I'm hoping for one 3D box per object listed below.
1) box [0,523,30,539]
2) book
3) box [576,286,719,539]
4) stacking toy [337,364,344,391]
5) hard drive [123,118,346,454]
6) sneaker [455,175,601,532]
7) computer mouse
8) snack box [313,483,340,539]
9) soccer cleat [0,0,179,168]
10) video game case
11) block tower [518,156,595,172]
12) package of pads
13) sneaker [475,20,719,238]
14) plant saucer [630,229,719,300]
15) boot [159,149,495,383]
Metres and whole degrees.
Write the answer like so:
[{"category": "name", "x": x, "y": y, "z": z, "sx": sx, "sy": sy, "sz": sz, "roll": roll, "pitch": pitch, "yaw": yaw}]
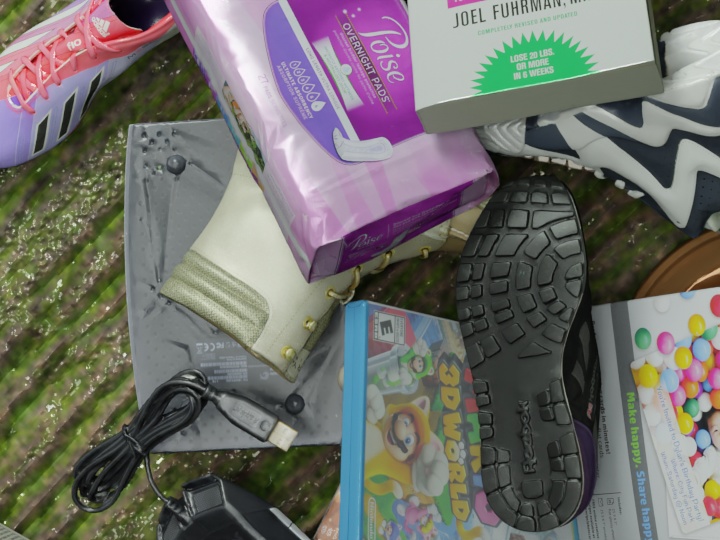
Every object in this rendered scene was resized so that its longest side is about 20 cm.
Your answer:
[{"category": "box", "x": -0.243, "y": 0.211, "z": 1.747, "sx": 0.200, "sy": 0.128, "sz": 0.109, "roll": 29, "pitch": 95, "yaw": 6}, {"category": "book", "x": 0.091, "y": -0.175, "z": 1.619, "sx": 0.133, "sy": 0.048, "sz": 0.200, "roll": -10, "pitch": 57, "yaw": 9}, {"category": "box", "x": 0.203, "y": 0.088, "z": 1.655, "sx": 0.200, "sy": 0.041, "sz": 0.156, "roll": -9, "pitch": 88, "yaw": 44}, {"category": "stacking toy", "x": 0.048, "y": 0.143, "z": 1.707, "sx": 0.085, "sy": 0.085, "sz": 0.200, "roll": -14, "pitch": 85, "yaw": 8}, {"category": "hard drive", "x": -0.073, "y": 0.008, "z": 1.761, "sx": 0.135, "sy": 0.042, "sz": 0.200, "roll": -3, "pitch": 90, "yaw": 7}, {"category": "sneaker", "x": 0.102, "y": 0.046, "z": 1.661, "sx": 0.076, "sy": 0.088, "sz": 0.200, "roll": 0, "pitch": 90, "yaw": 19}, {"category": "computer mouse", "x": -0.063, "y": 0.141, "z": 1.739, "sx": 0.200, "sy": 0.046, "sz": 0.140, "roll": 39, "pitch": 123, "yaw": -2}, {"category": "snack box", "x": 0.076, "y": 0.175, "z": 1.754, "sx": 0.200, "sy": 0.024, "sz": 0.072, "roll": 26, "pitch": 92, "yaw": 7}, {"category": "soccer cleat", "x": -0.166, "y": -0.135, "z": 1.753, "sx": 0.200, "sy": 0.076, "sz": 0.067, "roll": -37, "pitch": 87, "yaw": 7}, {"category": "video game case", "x": 0.065, "y": 0.103, "z": 1.668, "sx": 0.018, "sy": 0.200, "sz": 0.143, "roll": -11, "pitch": 73, "yaw": 43}, {"category": "block tower", "x": 0.090, "y": -0.095, "z": 1.730, "sx": 0.200, "sy": 0.058, "sz": 0.054, "roll": 12, "pitch": 93, "yaw": 8}, {"category": "package of pads", "x": -0.018, "y": -0.105, "z": 1.643, "sx": 0.120, "sy": 0.076, "sz": 0.200, "roll": -24, "pitch": 74, "yaw": -14}, {"category": "sneaker", "x": 0.155, "y": -0.065, "z": 1.657, "sx": 0.199, "sy": 0.080, "sz": 0.130, "roll": -13, "pitch": 126, "yaw": 32}, {"category": "plant saucer", "x": 0.247, "y": 0.067, "z": 1.723, "sx": 0.200, "sy": 0.037, "sz": 0.201, "roll": 0, "pitch": 92, "yaw": 7}, {"category": "boot", "x": 0.000, "y": 0.000, "z": 1.699, "sx": 0.200, "sy": 0.072, "sz": 0.155, "roll": 28, "pitch": 82, "yaw": 0}]
